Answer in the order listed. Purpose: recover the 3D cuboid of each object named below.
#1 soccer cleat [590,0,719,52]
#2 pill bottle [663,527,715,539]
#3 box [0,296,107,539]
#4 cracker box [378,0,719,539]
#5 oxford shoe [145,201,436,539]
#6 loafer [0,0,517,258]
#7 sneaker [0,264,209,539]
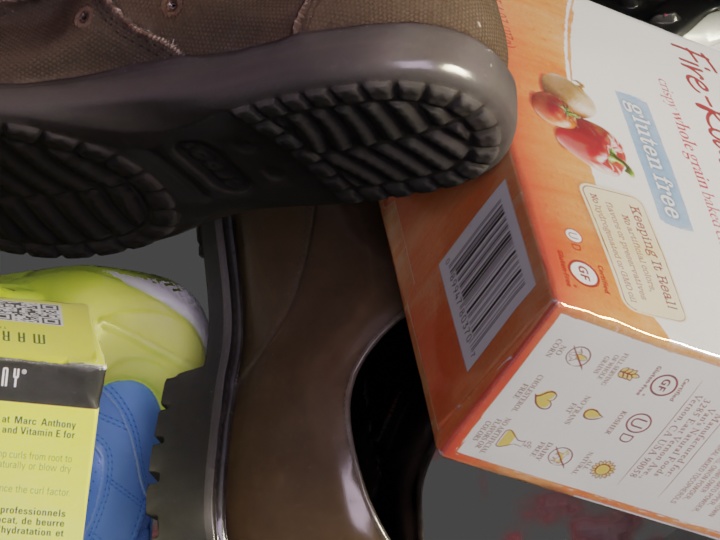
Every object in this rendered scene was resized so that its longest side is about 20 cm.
[{"bbox_3d":[0.115,-0.060,0.835,0.199,0.073,0.068,-13,47,-5],"label":"soccer cleat"},{"bbox_3d":[0.151,0.152,0.793,0.114,0.114,0.200,-39,89,-14],"label":"pill bottle"},{"bbox_3d":[-0.111,0.107,0.743,0.075,0.050,0.201,4,105,-9],"label":"box"},{"bbox_3d":[0.104,0.007,0.756,0.199,0.058,0.134,19,36,-27],"label":"cracker box"},{"bbox_3d":[0.000,0.000,0.790,0.084,0.073,0.201,-10,61,25],"label":"oxford shoe"},{"bbox_3d":[-0.049,-0.052,0.731,0.199,0.073,0.071,-3,61,26],"label":"loafer"},{"bbox_3d":[-0.138,0.043,0.776,0.199,0.076,0.106,6,80,-11],"label":"sneaker"}]
